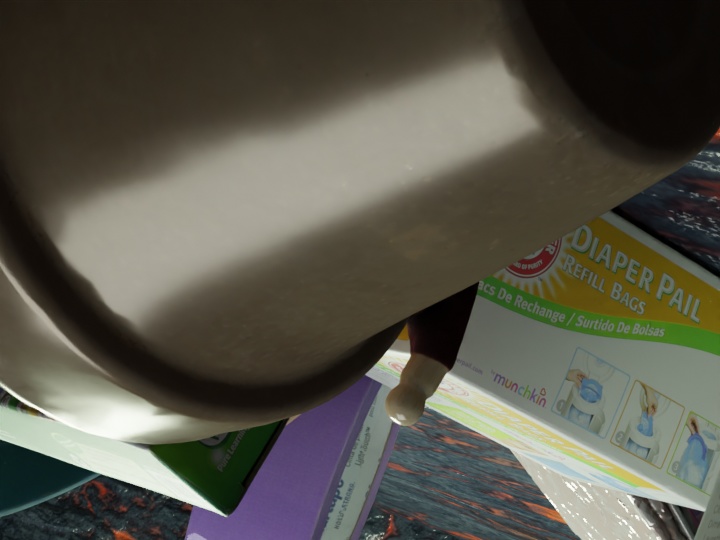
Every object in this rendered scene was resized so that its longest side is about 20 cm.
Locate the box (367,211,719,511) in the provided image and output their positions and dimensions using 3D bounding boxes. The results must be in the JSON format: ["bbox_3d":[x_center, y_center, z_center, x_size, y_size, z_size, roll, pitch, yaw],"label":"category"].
[{"bbox_3d":[0.083,0.026,0.926,0.199,0.102,0.112,28,168,-31],"label":"box"}]

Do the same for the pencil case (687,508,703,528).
[{"bbox_3d":[0.225,0.144,1.300,0.087,0.088,0.200,22,169,1],"label":"pencil case"}]

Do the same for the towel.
[{"bbox_3d":[0.145,0.126,1.250,0.200,0.032,0.191,55,167,-30],"label":"towel"}]

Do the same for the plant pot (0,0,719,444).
[{"bbox_3d":[-0.003,-0.062,0.498,0.174,0.202,0.200,-10,150,40],"label":"plant pot"}]

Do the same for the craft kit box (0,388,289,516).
[{"bbox_3d":[-0.057,-0.020,0.715,0.049,0.198,0.199,44,160,-28],"label":"craft kit box"}]

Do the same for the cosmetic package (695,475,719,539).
[{"bbox_3d":[0.231,0.112,0.738,0.164,0.201,0.165,24,170,-9],"label":"cosmetic package"}]

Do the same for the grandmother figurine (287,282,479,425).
[{"bbox_3d":[0.000,0.000,0.790,0.060,0.199,0.122,15,132,61],"label":"grandmother figurine"}]

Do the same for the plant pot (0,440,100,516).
[{"bbox_3d":[-0.164,-0.016,0.914,0.189,0.199,0.200,56,179,17],"label":"plant pot"}]

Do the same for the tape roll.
[{"bbox_3d":[-0.029,0.101,1.068,0.065,0.201,0.200,19,169,10],"label":"tape roll"}]
